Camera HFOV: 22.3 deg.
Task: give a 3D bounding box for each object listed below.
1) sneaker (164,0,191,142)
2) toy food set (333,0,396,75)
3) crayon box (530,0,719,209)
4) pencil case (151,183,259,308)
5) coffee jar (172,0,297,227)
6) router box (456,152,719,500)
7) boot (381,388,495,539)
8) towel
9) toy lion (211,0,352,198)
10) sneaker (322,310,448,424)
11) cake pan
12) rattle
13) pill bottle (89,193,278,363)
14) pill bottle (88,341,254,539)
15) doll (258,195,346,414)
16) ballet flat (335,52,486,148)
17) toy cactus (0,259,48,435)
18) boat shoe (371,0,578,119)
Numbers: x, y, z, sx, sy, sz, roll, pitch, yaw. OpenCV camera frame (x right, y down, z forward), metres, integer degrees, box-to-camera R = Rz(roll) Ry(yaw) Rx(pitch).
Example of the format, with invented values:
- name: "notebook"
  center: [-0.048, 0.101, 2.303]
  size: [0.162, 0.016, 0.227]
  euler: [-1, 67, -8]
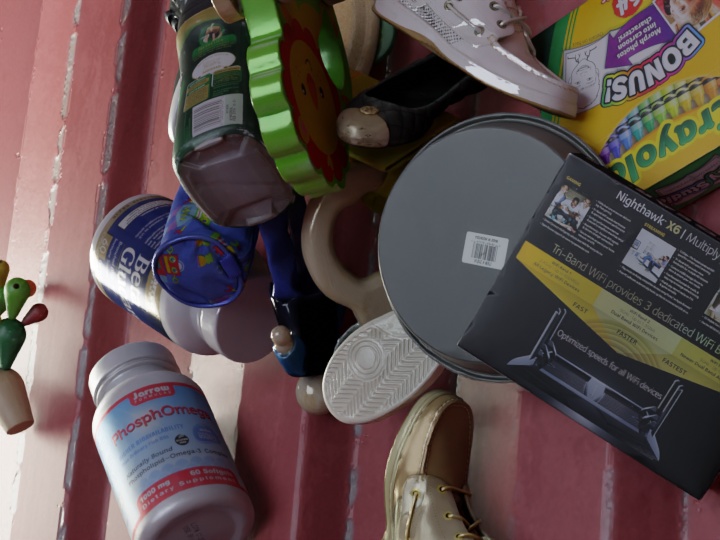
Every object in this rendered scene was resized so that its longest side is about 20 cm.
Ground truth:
- name: "sneaker"
  center: [-0.153, -0.212, 1.762]
  size: [0.099, 0.071, 0.201]
  euler: [10, 77, 49]
- name: "toy food set"
  center: [-0.046, -0.196, 1.656]
  size: [0.200, 0.049, 0.199]
  euler: [16, 87, 48]
- name: "crayon box"
  center: [0.226, -0.139, 1.343]
  size: [0.200, 0.058, 0.173]
  euler: [-32, 54, 35]
- name: "pencil case"
  center: [-0.115, -0.059, 1.562]
  size: [0.087, 0.078, 0.200]
  euler: [-14, 38, 25]
- name: "coffee jar"
  center: [-0.101, -0.137, 1.471]
  size: [0.085, 0.104, 0.200]
  euler: [-20, 43, 15]
- name: "router box"
  center: [0.191, 0.036, 1.249]
  size: [0.200, 0.052, 0.158]
  euler: [33, 102, 13]
- name: "boot"
  center: [0.085, 0.197, 1.356]
  size: [0.155, 0.073, 0.201]
  euler: [9, 84, 48]
- name: "towel"
  center: [-0.012, -0.131, 1.518]
  size: [0.086, 0.018, 0.200]
  euler: [-35, 41, -25]
- name: "toy lion"
  center: [-0.046, -0.154, 1.425]
  size: [0.068, 0.200, 0.192]
  euler: [-15, 94, 17]
- name: "sneaker"
  center: [0.059, 0.052, 1.423]
  size: [0.200, 0.084, 0.075]
  euler: [-39, 71, 20]
- name: "cake pan"
  center: [0.098, -0.017, 1.337]
  size: [0.200, 0.037, 0.201]
  euler: [-1, 88, 26]
- name: "rattle"
  center: [0.000, 0.000, 1.524]
  size: [0.143, 0.130, 0.201]
  euler: [20, 117, 58]
- name: "pill bottle"
  center: [-0.150, 0.010, 1.640]
  size: [0.200, 0.111, 0.111]
  euler: [28, 96, 47]
- name: "pill bottle"
  center: [-0.174, 0.161, 1.612]
  size: [0.109, 0.109, 0.200]
  euler: [-48, 47, 22]
- name: "doll"
  center: [-0.046, 0.024, 1.522]
  size: [0.048, 0.136, 0.201]
  euler: [-6, 103, 27]
- name: "ballet flat"
  center: [0.046, -0.149, 1.447]
  size: [0.066, 0.200, 0.057]
  euler: [28, 131, 25]
- name: "toy cactus"
  center: [-0.379, 0.092, 1.883]
  size: [0.200, 0.102, 0.165]
  euler: [-37, 70, 28]
- name: "boat shoe"
  center: [0.094, -0.183, 1.385]
  size: [0.200, 0.071, 0.069]
  euler: [36, 100, 31]
